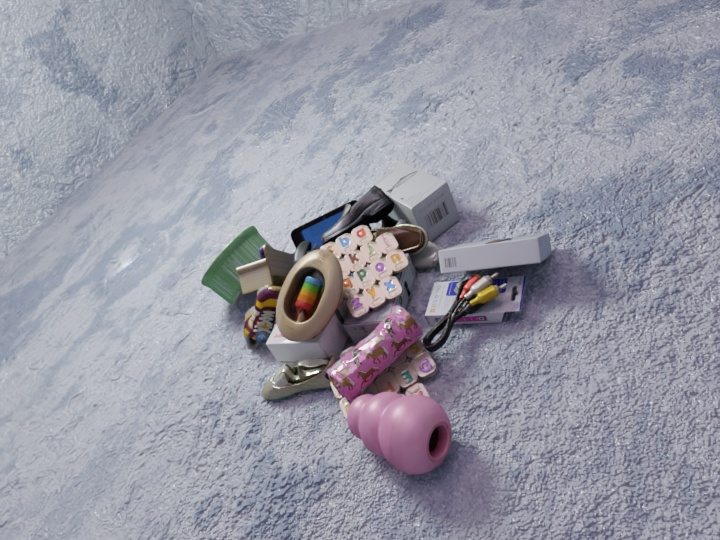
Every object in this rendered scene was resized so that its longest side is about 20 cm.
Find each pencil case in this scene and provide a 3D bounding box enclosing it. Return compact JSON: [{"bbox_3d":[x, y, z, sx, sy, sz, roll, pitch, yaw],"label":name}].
[{"bbox_3d":[0.029,0.155,1.078,0.200,0.083,0.086,-42,31,-13],"label":"pencil case"}]

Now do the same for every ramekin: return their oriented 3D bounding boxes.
[{"bbox_3d":[-0.307,-0.009,1.487,0.200,0.097,0.200,-49,1,1],"label":"ramekin"}]

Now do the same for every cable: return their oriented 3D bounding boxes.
[{"bbox_3d":[0.185,0.069,1.116,0.199,0.051,0.097,-36,35,-10],"label":"cable"}]

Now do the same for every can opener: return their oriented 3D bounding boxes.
[{"bbox_3d":[-0.134,0.016,1.304,0.065,0.053,0.202,4,46,15],"label":"can opener"}]

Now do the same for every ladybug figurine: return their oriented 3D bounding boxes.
[{"bbox_3d":[-0.096,0.053,1.180,0.134,0.072,0.202,22,84,30],"label":"ladybug figurine"}]

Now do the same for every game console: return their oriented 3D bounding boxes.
[{"bbox_3d":[-0.058,-0.051,1.426,0.198,0.117,0.177,-26,36,5],"label":"game console"}]

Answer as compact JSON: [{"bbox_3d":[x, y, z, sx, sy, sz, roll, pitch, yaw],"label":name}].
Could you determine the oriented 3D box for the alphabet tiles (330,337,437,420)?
[{"bbox_3d":[0.042,0.202,1.102,0.198,0.015,0.197,-29,49,-1],"label":"alphabet tiles"}]

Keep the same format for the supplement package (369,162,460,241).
[{"bbox_3d":[0.133,-0.171,1.440,0.116,0.118,0.200,-37,36,-12],"label":"supplement package"}]

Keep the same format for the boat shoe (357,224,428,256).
[{"bbox_3d":[0.056,-0.063,1.315,0.200,0.076,0.074,-6,0,37],"label":"boat shoe"}]

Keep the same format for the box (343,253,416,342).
[{"bbox_3d":[0.046,0.058,1.265,0.115,0.060,0.202,-8,43,26],"label":"box"}]

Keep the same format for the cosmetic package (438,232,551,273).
[{"bbox_3d":[0.276,-0.036,1.174,0.197,0.053,0.150,-7,2,27],"label":"cosmetic package"}]

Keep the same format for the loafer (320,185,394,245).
[{"bbox_3d":[-0.017,-0.127,1.393,0.199,0.073,0.073,-33,71,-7],"label":"loafer"}]

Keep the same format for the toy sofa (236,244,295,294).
[{"bbox_3d":[-0.214,0.005,1.388,0.082,0.200,0.099,-17,81,16],"label":"toy sofa"}]

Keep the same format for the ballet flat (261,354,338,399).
[{"bbox_3d":[-0.129,0.216,1.193,0.197,0.070,0.070,-16,37,17],"label":"ballet flat"}]

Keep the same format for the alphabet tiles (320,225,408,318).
[{"bbox_3d":[0.000,0.000,1.239,0.198,0.015,0.197,-28,60,-2],"label":"alphabet tiles"}]

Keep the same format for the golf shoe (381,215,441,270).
[{"bbox_3d":[0.112,-0.069,1.350,0.078,0.098,0.199,-40,39,-20],"label":"golf shoe"}]

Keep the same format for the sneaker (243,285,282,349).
[{"bbox_3d":[-0.216,0.110,1.314,0.200,0.074,0.091,127,147,-51],"label":"sneaker"}]

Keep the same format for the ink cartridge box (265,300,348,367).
[{"bbox_3d":[-0.099,0.113,1.281,0.144,0.085,0.201,-5,41,29],"label":"ink cartridge box"}]

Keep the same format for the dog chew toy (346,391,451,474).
[{"bbox_3d":[0.055,0.261,0.972,0.198,0.125,0.125,6,47,46],"label":"dog chew toy"}]

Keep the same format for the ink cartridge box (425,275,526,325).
[{"bbox_3d":[0.233,0.061,1.163,0.197,0.037,0.095,-7,42,31],"label":"ink cartridge box"}]
